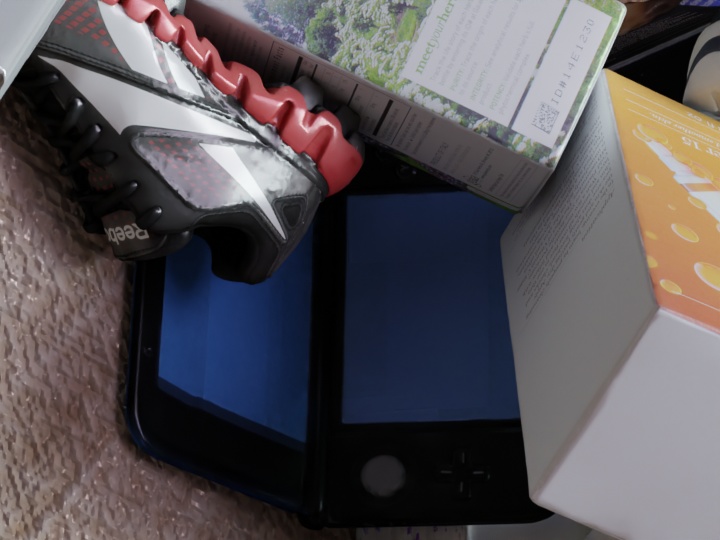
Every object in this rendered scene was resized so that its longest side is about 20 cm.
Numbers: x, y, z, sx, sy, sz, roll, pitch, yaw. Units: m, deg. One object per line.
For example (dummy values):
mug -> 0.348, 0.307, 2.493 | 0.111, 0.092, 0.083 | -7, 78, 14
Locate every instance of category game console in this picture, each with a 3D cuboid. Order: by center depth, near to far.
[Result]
game console -> 0.000, 0.000, 1.009 | 0.118, 0.171, 0.200 | 70, 19, -64

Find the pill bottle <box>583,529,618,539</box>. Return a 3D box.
pill bottle -> 0.180, 0.134, 1.028 | 0.200, 0.114, 0.114 | -16, 90, -57

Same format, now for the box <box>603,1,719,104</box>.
box -> 0.153, -0.025, 1.173 | 0.182, 0.104, 0.200 | -148, -145, -76

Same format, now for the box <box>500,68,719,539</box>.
box -> 0.136, 0.022, 0.939 | 0.124, 0.098, 0.200 | 23, 28, -14

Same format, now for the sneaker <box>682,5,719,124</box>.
sneaker -> 0.232, -0.088, 1.063 | 0.199, 0.079, 0.130 | 30, 67, -29

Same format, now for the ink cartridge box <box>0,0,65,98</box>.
ink cartridge box -> -0.159, -0.138, 0.802 | 0.147, 0.083, 0.200 | 32, 45, -7

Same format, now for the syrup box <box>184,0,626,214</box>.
syrup box -> -0.001, -0.107, 0.967 | 0.200, 0.081, 0.079 | 25, 77, -1

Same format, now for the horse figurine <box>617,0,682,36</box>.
horse figurine -> 0.093, -0.146, 1.093 | 0.050, 0.133, 0.200 | 41, 17, -36

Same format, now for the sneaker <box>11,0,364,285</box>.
sneaker -> -0.093, -0.060, 0.924 | 0.200, 0.071, 0.098 | 32, 74, -28

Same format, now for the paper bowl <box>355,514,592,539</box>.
paper bowl -> 0.094, 0.140, 1.098 | 0.201, 0.104, 0.201 | 28, 55, -50

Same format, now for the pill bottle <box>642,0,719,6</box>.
pill bottle -> 0.220, -0.120, 1.279 | 0.112, 0.112, 0.200 | 18, 42, -52
